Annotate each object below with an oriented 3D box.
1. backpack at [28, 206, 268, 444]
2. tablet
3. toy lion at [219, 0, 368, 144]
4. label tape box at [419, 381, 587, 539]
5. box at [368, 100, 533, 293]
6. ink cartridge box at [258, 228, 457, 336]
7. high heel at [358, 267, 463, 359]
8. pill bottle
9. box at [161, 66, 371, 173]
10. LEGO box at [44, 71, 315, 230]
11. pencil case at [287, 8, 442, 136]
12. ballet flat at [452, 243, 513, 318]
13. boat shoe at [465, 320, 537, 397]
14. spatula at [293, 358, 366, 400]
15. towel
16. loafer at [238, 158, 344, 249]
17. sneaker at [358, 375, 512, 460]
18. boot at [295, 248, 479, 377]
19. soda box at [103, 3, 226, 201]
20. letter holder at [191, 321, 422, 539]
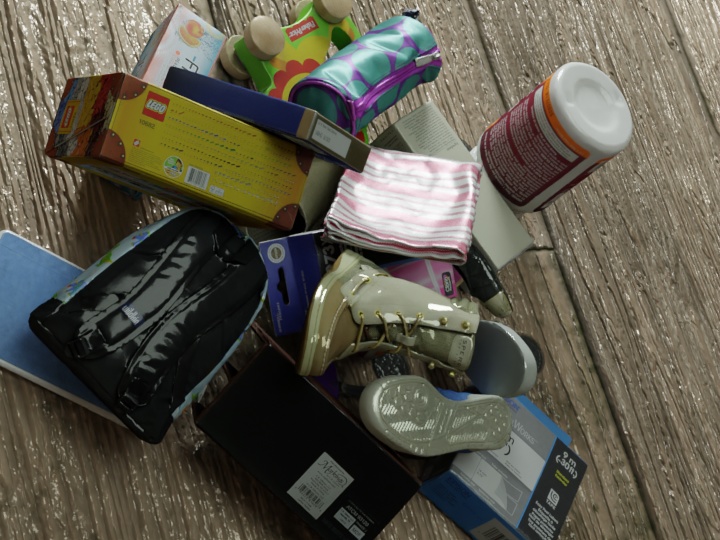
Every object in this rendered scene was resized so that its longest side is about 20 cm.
[{"bbox_3d":[-0.177,0.033,1.411,0.163,0.154,0.200,45,78,-8],"label":"backpack"},{"bbox_3d":[-0.261,0.057,1.434,0.199,0.014,0.131,29,51,-20],"label":"tablet"},{"bbox_3d":[-0.050,-0.197,1.716,0.200,0.068,0.193,-37,97,-44],"label":"toy lion"},{"bbox_3d":[0.161,0.192,1.643,0.144,0.063,0.201,42,48,-11],"label":"label tape box"},{"bbox_3d":[0.098,-0.083,1.751,0.082,0.068,0.201,-33,87,-43],"label":"box"},{"bbox_3d":[0.000,0.000,1.561,0.198,0.037,0.096,-12,94,-25],"label":"ink cartridge box"},{"bbox_3d":[0.035,0.015,1.650,0.096,0.067,0.200,46,49,4],"label":"high heel"},{"bbox_3d":[0.203,-0.137,1.771,0.113,0.200,0.115,19,54,-28],"label":"pill bottle"},{"bbox_3d":[-0.100,-0.144,1.454,0.121,0.198,0.033,24,85,-63],"label":"box"},{"bbox_3d":[-0.165,-0.106,1.423,0.198,0.148,0.078,21,84,-30],"label":"LEGO box"},{"bbox_3d":[0.009,-0.203,1.672,0.200,0.092,0.086,-42,125,-45],"label":"pencil case"},{"bbox_3d":[0.083,-0.021,1.648,0.057,0.066,0.200,-43,84,-9],"label":"ballet flat"},{"bbox_3d":[0.136,0.082,1.607,0.063,0.200,0.072,9,99,-27],"label":"boat shoe"},{"bbox_3d":[0.002,0.122,1.590,0.198,0.020,0.057,7,73,-37],"label":"spatula"},{"bbox_3d":[0.046,-0.074,1.569,0.144,0.030,0.201,10,32,4],"label":"towel"},{"bbox_3d":[-0.073,-0.061,1.593,0.200,0.068,0.076,-39,111,-36],"label":"loafer"},{"bbox_3d":[0.044,0.142,1.504,0.199,0.110,0.078,8,79,-46],"label":"sneaker"},{"bbox_3d":[0.029,0.057,1.431,0.153,0.073,0.200,21,25,5],"label":"boot"},{"bbox_3d":[-0.203,-0.170,1.572,0.063,0.068,0.201,34,50,-19],"label":"soda box"},{"bbox_3d":[-0.057,0.156,1.478,0.200,0.142,0.101,44,89,-13],"label":"letter holder"}]
